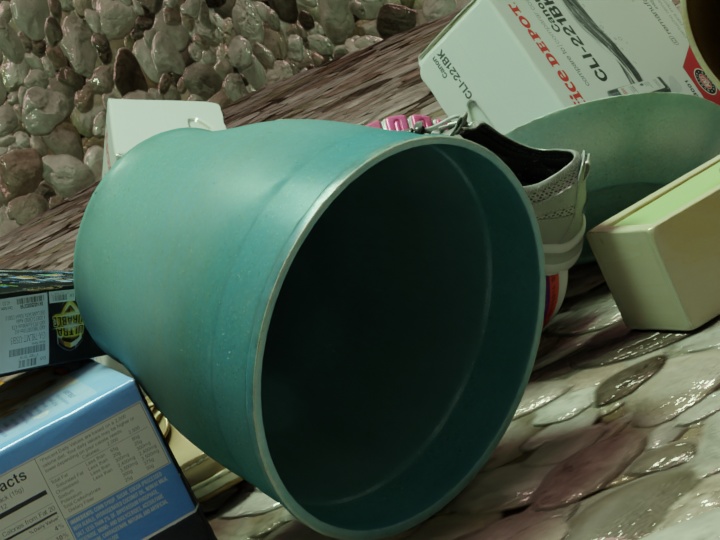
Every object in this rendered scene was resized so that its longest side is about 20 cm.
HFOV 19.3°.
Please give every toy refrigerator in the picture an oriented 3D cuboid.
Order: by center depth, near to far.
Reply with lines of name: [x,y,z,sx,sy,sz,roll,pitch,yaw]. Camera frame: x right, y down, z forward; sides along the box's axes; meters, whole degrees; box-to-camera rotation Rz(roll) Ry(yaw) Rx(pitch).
toy refrigerator: [0.234,-0.043,1.219,0.199,0.070,0.076,-29,10,-20]

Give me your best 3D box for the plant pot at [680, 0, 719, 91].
plant pot: [0.323,-0.184,1.501,0.185,0.187,0.200,-24,-5,9]

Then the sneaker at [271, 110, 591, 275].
sneaker: [0.037,-0.063,1.205,0.198,0.082,0.075,11,40,-5]

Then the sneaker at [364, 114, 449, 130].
sneaker: [0.064,-0.041,1.469,0.088,0.199,0.082,-39,42,45]

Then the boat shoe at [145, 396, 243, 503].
boat shoe: [-0.111,0.100,1.347,0.073,0.070,0.200,-26,10,-4]

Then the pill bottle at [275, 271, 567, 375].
pill bottle: [0.029,0.026,1.251,0.112,0.113,0.200,-16,14,45]

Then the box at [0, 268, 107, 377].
box: [-0.234,0.024,1.174,0.199,0.050,0.198,2,2,22]

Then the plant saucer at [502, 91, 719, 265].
plant saucer: [0.149,-0.045,1.358,0.200,0.039,0.201,-12,-24,-6]

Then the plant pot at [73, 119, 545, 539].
plant pot: [-0.041,0.012,1.078,0.187,0.201,0.200,19,40,42]

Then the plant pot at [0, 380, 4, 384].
plant pot: [-0.354,0.087,1.549,0.199,0.184,0.200,-22,-8,-3]

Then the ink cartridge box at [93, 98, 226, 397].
ink cartridge box: [-0.143,-0.007,1.498,0.083,0.201,0.145,3,20,-10]

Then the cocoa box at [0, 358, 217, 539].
cocoa box: [-0.167,0.133,1.132,0.133,0.132,0.200,-28,10,-14]

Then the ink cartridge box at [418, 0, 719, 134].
ink cartridge box: [0.157,-0.128,1.482,0.199,0.145,0.084,-19,-20,-46]
